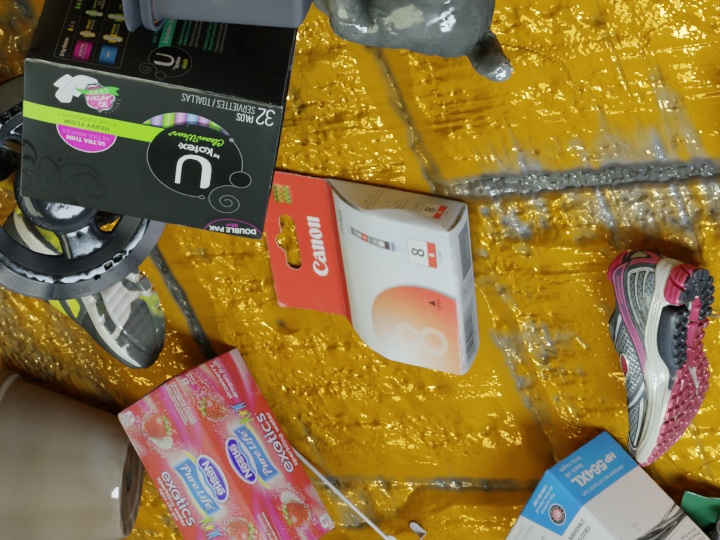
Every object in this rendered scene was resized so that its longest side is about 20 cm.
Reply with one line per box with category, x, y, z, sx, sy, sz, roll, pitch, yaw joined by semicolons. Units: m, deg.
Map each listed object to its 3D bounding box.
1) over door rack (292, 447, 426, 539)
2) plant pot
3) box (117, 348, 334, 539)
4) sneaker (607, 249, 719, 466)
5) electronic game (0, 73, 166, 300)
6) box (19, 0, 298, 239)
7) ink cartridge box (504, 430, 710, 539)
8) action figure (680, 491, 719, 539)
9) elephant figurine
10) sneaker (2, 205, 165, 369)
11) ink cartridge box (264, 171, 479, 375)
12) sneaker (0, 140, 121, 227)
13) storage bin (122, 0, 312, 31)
over door rack;-0.052;0.262;1.799;0.199;0.067;0.148;33;139;0
plant pot;-0.317;0.209;1.837;0.172;0.201;0.201;6;134;5
box;-0.127;0.190;1.696;0.095;0.099;0.201;-32;85;37
sneaker;0.237;0.069;1.448;0.074;0.080;0.201;23;131;31
electronic game;-0.259;-0.073;1.543;0.200;0.200;0.042;52;173;-21
box;-0.159;-0.133;1.419;0.198;0.125;0.149;10;136;-3
ink cartridge box;0.232;0.267;1.569;0.200;0.084;0.146;47;141;22
action figure;0.315;0.279;1.609;0.117;0.055;0.201;23;141;6
elephant figurine;0.042;-0.257;1.231;0.154;0.142;0.201;7;122;-14
sneaker;-0.264;0.013;1.702;0.201;0.074;0.084;53;141;-9
ink cartridge box;0.000;0.000;1.540;0.198;0.050;0.163;9;132;20
sneaker;-0.293;-0.111;1.603;0.199;0.091;0.070;22;135;-29
storage bin;-0.098;-0.264;1.300;0.133;0.146;0.201;10;134;9
